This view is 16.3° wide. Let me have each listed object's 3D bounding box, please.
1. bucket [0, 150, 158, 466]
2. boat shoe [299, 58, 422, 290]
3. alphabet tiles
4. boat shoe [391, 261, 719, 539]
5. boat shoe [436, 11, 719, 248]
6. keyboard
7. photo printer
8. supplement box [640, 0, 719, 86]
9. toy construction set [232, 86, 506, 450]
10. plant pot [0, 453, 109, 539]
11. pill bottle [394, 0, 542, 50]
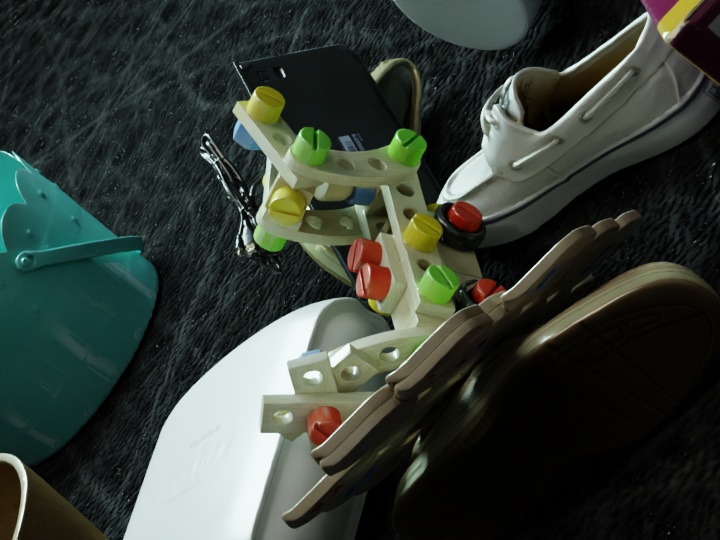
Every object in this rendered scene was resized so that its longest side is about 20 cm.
[{"bbox_3d":[-0.247,0.030,1.768,0.207,0.135,0.207,-43,25,25],"label":"bucket"},{"bbox_3d":[0.005,-0.059,1.471,0.063,0.073,0.201,-48,14,26],"label":"boat shoe"},{"bbox_3d":[0.047,0.042,1.159,0.196,0.015,0.200,-47,-10,20],"label":"alphabet tiles"},{"bbox_3d":[0.086,0.053,1.135,0.200,0.072,0.065,-46,23,34],"label":"boat shoe"},{"bbox_3d":[0.098,-0.076,1.295,0.200,0.070,0.071,-27,33,45],"label":"boat shoe"},{"bbox_3d":[-0.027,-0.054,1.408,0.021,0.127,0.200,96,155,-43],"label":"keyboard"},{"bbox_3d":[-0.057,0.113,1.334,0.166,0.069,0.200,-35,28,43],"label":"photo printer"},{"bbox_3d":[0.199,-0.160,1.173,0.131,0.103,0.200,-48,21,15],"label":"supplement box"},{"bbox_3d":[0.000,0.000,1.278,0.092,0.131,0.200,-51,34,46],"label":"toy construction set"},{"bbox_3d":[-0.134,0.216,1.160,0.186,0.200,0.186,-44,22,23],"label":"plant pot"},{"bbox_3d":[0.094,-0.235,1.485,0.120,0.120,0.200,-20,39,55],"label":"pill bottle"}]
